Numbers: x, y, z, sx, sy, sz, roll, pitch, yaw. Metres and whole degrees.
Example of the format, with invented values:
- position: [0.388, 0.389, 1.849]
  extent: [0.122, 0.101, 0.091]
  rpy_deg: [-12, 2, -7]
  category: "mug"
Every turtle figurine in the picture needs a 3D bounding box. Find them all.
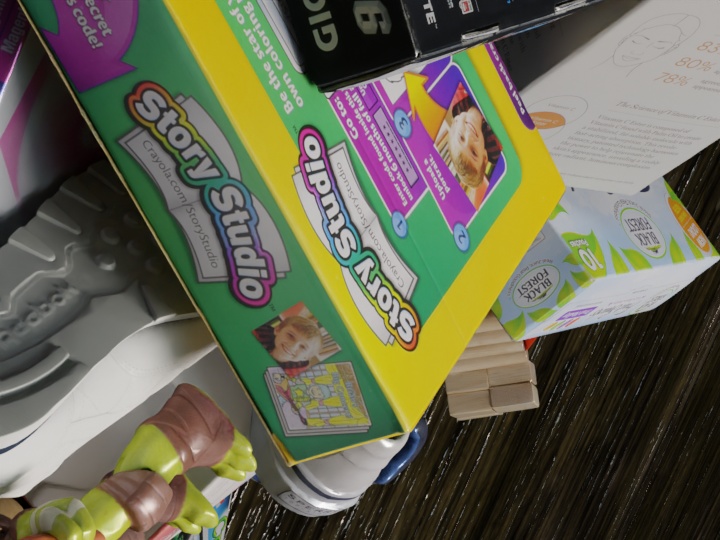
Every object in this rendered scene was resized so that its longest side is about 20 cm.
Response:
- position: [-0.114, 0.117, 0.811]
  extent: [0.161, 0.064, 0.200]
  rpy_deg: [-43, 160, -39]
  category: "turtle figurine"

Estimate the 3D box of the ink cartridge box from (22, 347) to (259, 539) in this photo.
- position: [-0.045, 0.041, 0.977]
  extent: [0.116, 0.068, 0.200]
  rpy_deg: [-45, 173, 40]
  category: "ink cartridge box"

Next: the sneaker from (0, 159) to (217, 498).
- position: [-0.098, 0.023, 0.794]
  extent: [0.200, 0.076, 0.081]
  rpy_deg: [-31, 155, -44]
  category: "sneaker"

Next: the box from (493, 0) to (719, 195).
- position: [0.122, -0.121, 0.918]
  extent: [0.124, 0.098, 0.200]
  rpy_deg: [6, 152, -38]
  category: "box"

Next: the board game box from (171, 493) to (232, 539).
- position: [-0.116, 0.168, 1.058]
  extent: [0.126, 0.035, 0.200]
  rpy_deg: [-35, 146, -48]
  category: "board game box"

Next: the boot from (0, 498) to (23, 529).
- position: [-0.095, 0.191, 0.907]
  extent: [0.066, 0.200, 0.175]
  rpy_deg: [-40, 150, -48]
  category: "boot"

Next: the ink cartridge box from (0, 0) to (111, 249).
- position: [-0.136, -0.014, 0.795]
  extent: [0.197, 0.043, 0.200]
  rpy_deg: [-66, 160, 10]
  category: "ink cartridge box"

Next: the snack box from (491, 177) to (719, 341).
- position: [0.085, -0.043, 1.070]
  extent: [0.053, 0.142, 0.200]
  rpy_deg: [-38, 168, 22]
  category: "snack box"

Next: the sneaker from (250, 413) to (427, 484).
- position: [-0.001, 0.072, 1.140]
  extent: [0.200, 0.085, 0.077]
  rpy_deg: [-27, 139, -57]
  category: "sneaker"

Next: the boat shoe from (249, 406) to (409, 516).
- position: [0.000, 0.000, 0.901]
  extent: [0.074, 0.200, 0.067]
  rpy_deg: [21, 142, -34]
  category: "boat shoe"

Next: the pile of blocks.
- position: [0.062, -0.001, 1.161]
  extent: [0.082, 0.062, 0.200]
  rpy_deg: [-89, 166, -45]
  category: "pile of blocks"

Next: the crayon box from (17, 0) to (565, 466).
- position: [-0.018, -0.064, 0.794]
  extent: [0.200, 0.058, 0.173]
  rpy_deg: [61, 36, -18]
  category: "crayon box"

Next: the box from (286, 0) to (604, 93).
- position: [0.012, -0.173, 0.784]
  extent: [0.159, 0.046, 0.200]
  rpy_deg: [-26, 100, -57]
  category: "box"
